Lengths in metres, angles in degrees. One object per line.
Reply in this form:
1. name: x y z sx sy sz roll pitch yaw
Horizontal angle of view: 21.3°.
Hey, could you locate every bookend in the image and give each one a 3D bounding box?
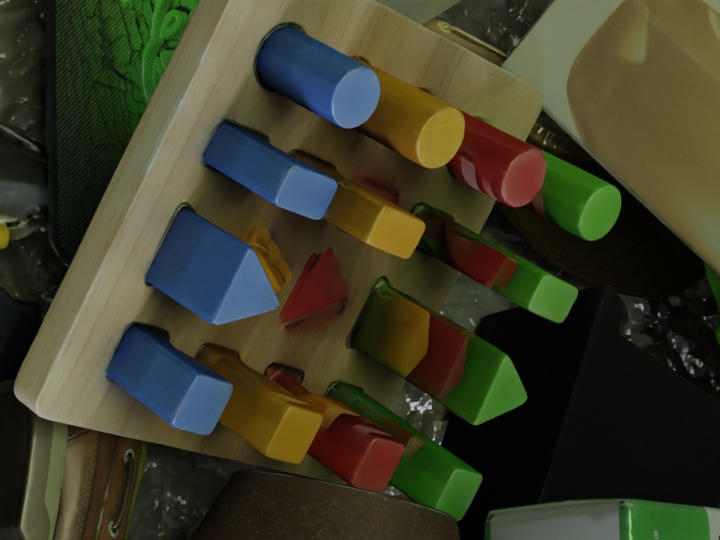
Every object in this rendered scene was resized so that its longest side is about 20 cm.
1. bookend: 0.128 0.145 0.895 0.199 0.092 0.200 32 63 -26

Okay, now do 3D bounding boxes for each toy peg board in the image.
1. toy peg board: 0.000 0.000 0.770 0.199 0.098 0.200 20 98 -50

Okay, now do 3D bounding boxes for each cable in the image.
1. cable: -0.141 -0.030 0.823 0.200 0.050 0.097 10 40 -41

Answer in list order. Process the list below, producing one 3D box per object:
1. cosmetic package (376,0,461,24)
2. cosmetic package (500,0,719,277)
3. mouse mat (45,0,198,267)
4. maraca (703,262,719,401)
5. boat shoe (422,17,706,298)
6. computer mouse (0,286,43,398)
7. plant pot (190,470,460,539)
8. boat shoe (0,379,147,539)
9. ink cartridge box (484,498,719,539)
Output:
1. cosmetic package: 0.030 -0.182 0.877 0.200 0.087 0.103 -37 80 -33
2. cosmetic package: 0.172 -0.060 0.879 0.200 0.071 0.105 43 30 7
3. mouse mat: -0.066 -0.083 0.852 0.161 0.008 0.200 9 65 -32
4. maraca: 0.223 0.058 0.942 0.200 0.107 0.137 56 32 -19
5. boat shoe: 0.090 -0.059 0.921 0.200 0.074 0.066 34 38 -21
6. computer mouse: -0.130 0.032 0.818 0.200 0.034 0.059 4 106 -34
7. plant pot: -0.025 0.186 0.749 0.187 0.187 0.200 18 78 -23
8. boat shoe: -0.127 0.147 0.775 0.068 0.072 0.200 16 83 -38
9. ink cartridge box: 0.149 0.174 0.785 0.200 0.083 0.147 10 72 -40
